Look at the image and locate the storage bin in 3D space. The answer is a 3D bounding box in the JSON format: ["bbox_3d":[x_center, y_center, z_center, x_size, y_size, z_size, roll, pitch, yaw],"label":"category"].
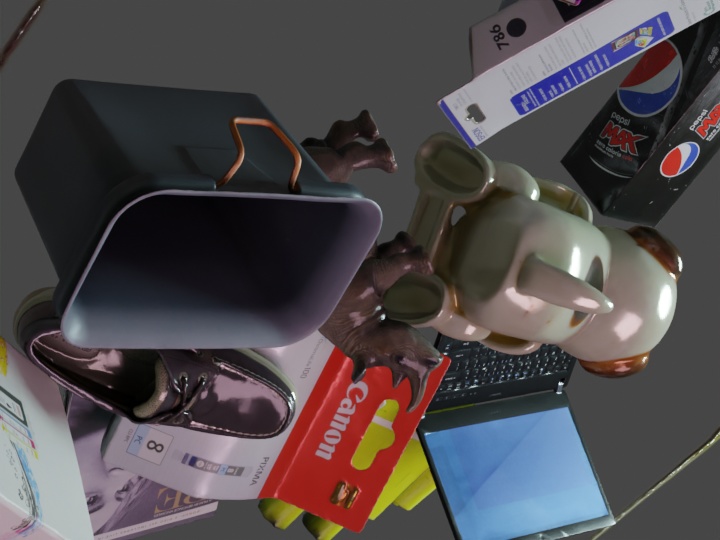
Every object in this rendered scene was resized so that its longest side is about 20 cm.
[{"bbox_3d":[-0.107,-0.049,1.347,0.199,0.134,0.146,0,133,-41],"label":"storage bin"}]

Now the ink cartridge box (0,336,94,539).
[{"bbox_3d":[-0.282,0.116,1.368,0.147,0.145,0.200,-24,147,11],"label":"ink cartridge box"}]

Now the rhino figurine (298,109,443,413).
[{"bbox_3d":[0.000,0.000,1.470,0.087,0.201,0.060,-20,-178,-7],"label":"rhino figurine"}]

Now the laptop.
[{"bbox_3d":[0.138,0.101,1.708,0.177,0.103,0.201,-7,124,-43],"label":"laptop"}]

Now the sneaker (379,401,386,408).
[{"bbox_3d":[-0.031,0.080,1.610,0.077,0.078,0.200,12,118,-37],"label":"sneaker"}]

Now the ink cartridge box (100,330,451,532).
[{"bbox_3d":[-0.059,0.095,1.529,0.199,0.047,0.160,23,112,-9],"label":"ink cartridge box"}]

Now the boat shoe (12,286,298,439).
[{"bbox_3d":[-0.135,0.072,1.455,0.199,0.065,0.072,24,110,-15],"label":"boat shoe"}]

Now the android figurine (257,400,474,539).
[{"bbox_3d":[0.015,0.138,1.753,0.200,0.041,0.182,-42,145,14],"label":"android figurine"}]

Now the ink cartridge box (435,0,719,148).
[{"bbox_3d":[0.139,-0.155,1.423,0.200,0.039,0.099,-29,159,6],"label":"ink cartridge box"}]

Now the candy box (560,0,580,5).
[{"bbox_3d":[0.146,-0.275,1.290,0.137,0.061,0.200,-61,171,-47],"label":"candy box"}]

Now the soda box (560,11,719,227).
[{"bbox_3d":[0.237,-0.127,1.599,0.071,0.063,0.200,11,125,-45],"label":"soda box"}]

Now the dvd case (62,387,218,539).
[{"bbox_3d":[-0.158,0.131,1.623,0.148,0.016,0.200,-13,140,-29],"label":"dvd case"}]

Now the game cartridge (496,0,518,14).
[{"bbox_3d":[0.191,-0.205,1.466,0.199,0.041,0.133,-19,162,-19],"label":"game cartridge"}]

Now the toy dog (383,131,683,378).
[{"bbox_3d":[0.139,-0.002,1.550,0.200,0.194,0.140,19,82,-42],"label":"toy dog"}]
